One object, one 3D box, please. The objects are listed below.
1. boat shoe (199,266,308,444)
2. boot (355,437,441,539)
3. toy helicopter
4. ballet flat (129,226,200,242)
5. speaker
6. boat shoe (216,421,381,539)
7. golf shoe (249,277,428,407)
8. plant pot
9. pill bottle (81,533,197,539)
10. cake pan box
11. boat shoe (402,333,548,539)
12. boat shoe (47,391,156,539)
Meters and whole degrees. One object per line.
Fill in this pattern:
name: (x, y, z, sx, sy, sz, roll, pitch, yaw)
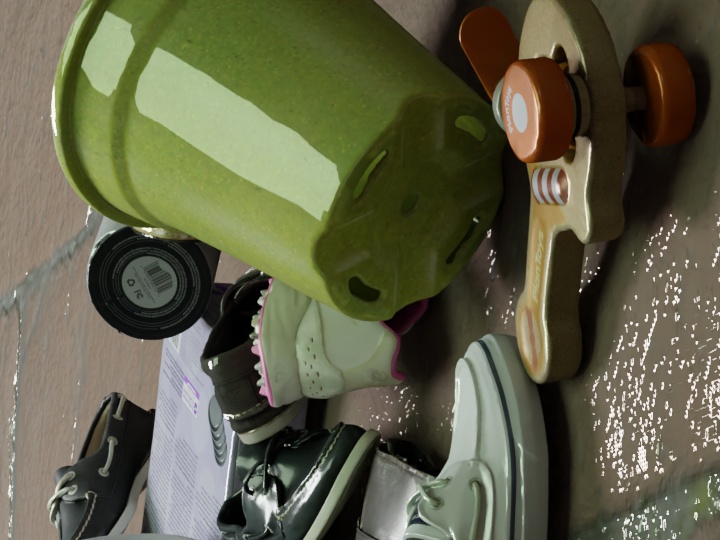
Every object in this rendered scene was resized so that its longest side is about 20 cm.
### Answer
boat shoe: (-0.055, 0.028, 1.709, 0.067, 0.057, 0.200, -27, 21, 15)
boot: (0.007, 0.178, 1.583, 0.200, 0.069, 0.175, -179, 102, -70)
toy helicopter: (0.089, -0.040, 1.387, 0.132, 0.078, 0.201, -125, 32, -53)
ballet flat: (-0.111, -0.066, 1.798, 0.200, 0.066, 0.057, -88, 9, -67)
speaker: (-0.126, -0.031, 1.889, 0.200, 0.081, 0.082, -85, 8, -68)
boat shoe: (-0.042, 0.122, 1.662, 0.075, 0.066, 0.199, -55, -1, -20)
golf shoe: (0.000, 0.000, 1.640, 0.201, 0.091, 0.076, -75, -20, -44)
plant pot: (-0.029, -0.071, 1.537, 0.184, 0.200, 0.201, 36, 122, 36)
pill bottle: (-0.135, 0.265, 1.757, 0.109, 0.109, 0.201, -164, 70, -70)
cake pan box: (-0.090, 0.119, 1.858, 0.200, 0.052, 0.185, -139, 56, -67)
boat shoe: (0.054, 0.124, 1.425, 0.074, 0.066, 0.201, 114, 155, -63)
boat shoe: (-0.179, 0.151, 1.975, 0.074, 0.060, 0.200, -49, 8, 36)
